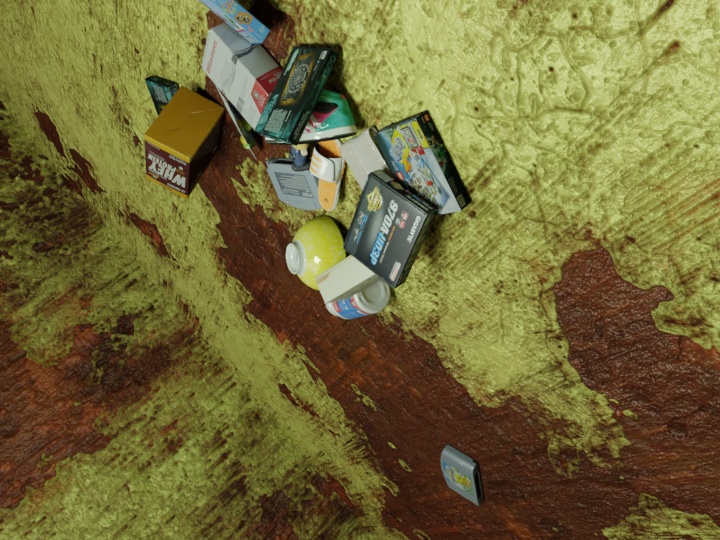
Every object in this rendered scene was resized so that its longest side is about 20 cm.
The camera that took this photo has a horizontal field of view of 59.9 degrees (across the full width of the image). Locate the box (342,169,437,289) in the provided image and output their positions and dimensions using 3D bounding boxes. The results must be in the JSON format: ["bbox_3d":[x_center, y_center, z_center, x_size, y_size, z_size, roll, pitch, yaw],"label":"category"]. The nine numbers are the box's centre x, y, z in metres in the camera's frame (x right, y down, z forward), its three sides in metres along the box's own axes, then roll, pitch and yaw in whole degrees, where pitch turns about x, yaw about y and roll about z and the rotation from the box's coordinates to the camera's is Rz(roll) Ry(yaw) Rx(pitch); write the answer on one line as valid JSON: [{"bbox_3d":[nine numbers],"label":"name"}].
[{"bbox_3d":[0.057,-0.087,1.320,0.159,0.046,0.201,38,129,21],"label":"box"}]

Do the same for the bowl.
[{"bbox_3d":[-0.130,-0.038,1.628,0.199,0.107,0.203,22,116,56],"label":"bowl"}]

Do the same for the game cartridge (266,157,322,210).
[{"bbox_3d":[-0.159,-0.222,1.613,0.199,0.042,0.134,15,139,46],"label":"game cartridge"}]

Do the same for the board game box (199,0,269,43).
[{"bbox_3d":[-0.285,-0.546,1.286,0.199,0.037,0.151,34,-174,-25],"label":"board game box"}]

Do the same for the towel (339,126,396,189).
[{"bbox_3d":[0.037,-0.205,1.366,0.132,0.034,0.201,-13,112,57],"label":"towel"}]

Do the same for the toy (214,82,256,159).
[{"bbox_3d":[-0.299,-0.379,1.579,0.116,0.047,0.200,58,172,21],"label":"toy"}]

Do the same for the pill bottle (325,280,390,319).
[{"bbox_3d":[-0.015,0.070,1.661,0.113,0.112,0.199,55,149,-8],"label":"pill bottle"}]

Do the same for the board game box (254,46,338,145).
[{"bbox_3d":[-0.133,-0.360,1.274,0.028,0.202,0.135,26,180,-44],"label":"board game box"}]

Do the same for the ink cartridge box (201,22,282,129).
[{"bbox_3d":[-0.266,-0.455,1.450,0.200,0.083,0.147,49,150,2],"label":"ink cartridge box"}]

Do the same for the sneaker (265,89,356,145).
[{"bbox_3d":[-0.111,-0.333,1.316,0.197,0.084,0.122,-6,96,10],"label":"sneaker"}]

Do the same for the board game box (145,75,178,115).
[{"bbox_3d":[-0.569,-0.473,1.879,0.135,0.028,0.202,26,141,35],"label":"board game box"}]

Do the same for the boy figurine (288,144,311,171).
[{"bbox_3d":[-0.140,-0.327,1.429,0.201,0.064,0.125,96,160,-50],"label":"boy figurine"}]

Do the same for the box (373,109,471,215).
[{"bbox_3d":[0.122,-0.205,1.245,0.136,0.038,0.201,-4,120,55],"label":"box"}]

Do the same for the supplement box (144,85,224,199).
[{"bbox_3d":[-0.484,-0.348,1.719,0.132,0.199,0.200,26,150,-4],"label":"supplement box"}]

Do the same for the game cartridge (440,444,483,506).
[{"bbox_3d":[0.308,0.627,1.917,0.133,0.040,0.202,26,142,43],"label":"game cartridge"}]

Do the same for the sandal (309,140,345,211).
[{"bbox_3d":[-0.083,-0.220,1.461,0.079,0.059,0.208,28,133,28],"label":"sandal"}]

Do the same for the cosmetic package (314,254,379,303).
[{"bbox_3d":[0.000,0.000,1.479,0.199,0.105,0.072,-30,79,28],"label":"cosmetic package"}]
